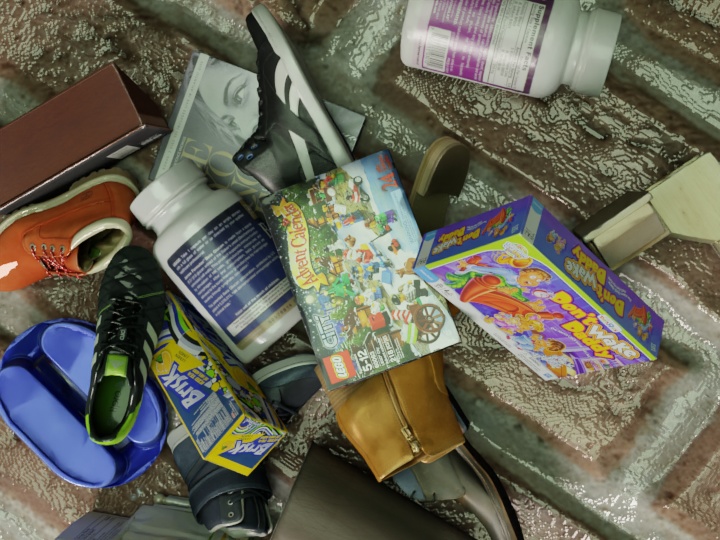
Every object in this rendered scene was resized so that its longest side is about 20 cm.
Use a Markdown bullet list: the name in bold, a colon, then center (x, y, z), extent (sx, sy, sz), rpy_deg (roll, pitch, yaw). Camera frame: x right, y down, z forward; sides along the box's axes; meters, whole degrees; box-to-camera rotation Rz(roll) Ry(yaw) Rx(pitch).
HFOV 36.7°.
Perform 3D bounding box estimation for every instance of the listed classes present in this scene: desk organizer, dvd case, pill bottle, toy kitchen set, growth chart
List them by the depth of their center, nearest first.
- **toy kitchen set**: center (0.294, 0.012, 1.032), extent (0.200, 0.163, 0.180), rpy_deg (-34, 88, 9)
- **pill bottle**: center (0.147, -0.233, 1.064), extent (0.200, 0.112, 0.112), rpy_deg (15, 96, 6)
- **growth chart**: center (-0.190, 0.282, 1.110), extent (0.145, 0.200, 0.018), rpy_deg (12, 109, 16)
- **pill bottle**: center (-0.141, -0.013, 1.114), extent (0.111, 0.111, 0.200), rpy_deg (-40, 91, 9)
- **desk organizer**: center (-0.311, -0.137, 1.150), extent (0.200, 0.072, 0.077), rpy_deg (-27, 87, 13)
- **dvd case**: center (-0.111, -0.130, 1.156), extent (0.200, 0.016, 0.149), rpy_deg (22, 97, 7)

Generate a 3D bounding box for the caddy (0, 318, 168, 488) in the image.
- **caddy**: center (-0.296, 0.141, 1.157), extent (0.141, 0.105, 0.200), rpy_deg (-44, 94, -12)

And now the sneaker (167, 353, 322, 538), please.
- **sneaker**: center (-0.098, 0.188, 1.114), extent (0.202, 0.077, 0.146), rpy_deg (-36, 52, 16)

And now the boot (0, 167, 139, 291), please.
- **boot**: center (-0.321, -0.023, 1.140), extent (0.200, 0.107, 0.075), rpy_deg (-31, 130, 11)

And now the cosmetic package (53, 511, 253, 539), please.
- **cosmetic package**: center (-0.218, 0.327, 1.157), extent (0.200, 0.103, 0.087), rpy_deg (9, 98, 9)

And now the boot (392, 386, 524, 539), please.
- **boot**: center (0.091, 0.223, 1.121), extent (0.097, 0.075, 0.200), rpy_deg (-29, 77, 7)

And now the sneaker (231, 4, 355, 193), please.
- **sneaker**: center (-0.095, -0.161, 1.107), extent (0.112, 0.073, 0.200), rpy_deg (-28, 90, 6)

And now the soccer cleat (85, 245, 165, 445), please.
- **soccer cleat**: center (-0.233, 0.075, 1.070), extent (0.067, 0.081, 0.200), rpy_deg (8, 89, -8)

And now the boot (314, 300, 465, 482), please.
- **boot**: center (0.068, 0.109, 1.089), extent (0.201, 0.071, 0.144), rpy_deg (-33, 75, -9)

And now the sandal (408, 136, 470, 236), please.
- **sandal**: center (0.042, -0.047, 1.122), extent (0.070, 0.078, 0.212), rpy_deg (37, 112, 39)

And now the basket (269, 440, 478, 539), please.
- **basket**: center (0.009, 0.287, 1.107), extent (0.200, 0.136, 0.180), rpy_deg (22, 121, 1)

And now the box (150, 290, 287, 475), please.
- **box**: center (-0.156, 0.110, 1.099), extent (0.064, 0.070, 0.200), rpy_deg (-47, 48, 8)

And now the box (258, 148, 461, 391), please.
- **box**: center (0.000, 0.000, 1.051), extent (0.137, 0.038, 0.200), rpy_deg (-21, 83, 3)

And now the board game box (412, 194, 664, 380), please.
- **board game box**: center (0.166, 0.023, 1.007), extent (0.200, 0.134, 0.045), rpy_deg (39, 55, -26)
